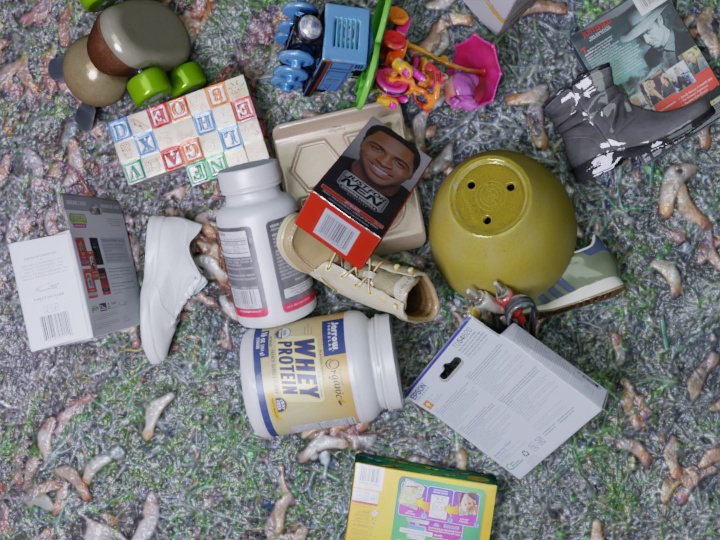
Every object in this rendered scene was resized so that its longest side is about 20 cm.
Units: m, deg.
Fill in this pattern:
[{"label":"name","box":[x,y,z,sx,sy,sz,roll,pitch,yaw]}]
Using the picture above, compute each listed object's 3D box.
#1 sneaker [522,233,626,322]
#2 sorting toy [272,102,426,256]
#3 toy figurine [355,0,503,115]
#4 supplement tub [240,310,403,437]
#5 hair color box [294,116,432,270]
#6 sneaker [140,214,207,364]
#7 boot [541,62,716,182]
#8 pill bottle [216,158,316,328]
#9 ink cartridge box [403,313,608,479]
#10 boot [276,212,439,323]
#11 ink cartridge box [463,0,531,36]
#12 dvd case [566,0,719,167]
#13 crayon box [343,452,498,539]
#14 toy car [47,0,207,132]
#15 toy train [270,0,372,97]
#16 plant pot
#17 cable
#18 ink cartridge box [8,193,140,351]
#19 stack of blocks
[{"label":"sneaker","box":[0.246,0.013,1.137,0.196,0.067,0.092,-17,74,9]},{"label":"sorting toy","box":[-0.015,-0.115,1.165,0.181,0.036,0.205,-12,94,4]},{"label":"toy figurine","box":[0.096,-0.258,1.094,0.180,0.203,0.151,16,136,-8]},{"label":"supplement tub","box":[-0.048,0.132,1.113,0.195,0.144,0.148,-10,90,4]},{"label":"hair color box","box":[0.008,-0.100,1.049,0.101,0.201,0.062,34,131,-2]},{"label":"sneaker","box":[-0.254,0.028,1.167,0.086,0.075,0.205,4,90,-8]},{"label":"boot","box":[0.341,-0.210,1.096,0.197,0.070,0.134,-23,89,22]},{"label":"pill bottle","box":[-0.127,-0.037,1.111,0.108,0.111,0.205,-10,104,4]},{"label":"ink cartridge box","box":[0.180,0.157,1.091,0.198,0.041,0.201,35,135,1]},{"label":"boot","box":[0.000,0.000,1.058,0.154,0.199,0.074,21,77,42]},{"label":"ink cartridge box","box":[0.188,-0.415,1.061,0.147,0.200,0.145,-42,90,3]},{"label":"dvd case","box":[0.388,-0.263,1.139,0.144,0.022,0.202,-32,90,4]},{"label":"crayon box","box":[0.081,0.327,1.150,0.195,0.058,0.122,9,92,4]},{"label":"toy car","box":[-0.339,-0.277,1.152,0.198,0.157,0.167,-27,93,31]},{"label":"toy train","box":[-0.053,-0.277,1.088,0.112,0.200,0.089,6,85,-11]},{"label":"plant pot","box":[0.170,-0.069,1.067,0.195,0.142,0.205,-4,75,15]},{"label":"cable","box":[0.209,0.075,1.093,0.096,0.199,0.051,-29,45,30]},{"label":"ink cartridge box","box":[-0.365,-0.001,1.105,0.082,0.200,0.180,-12,90,5]},{"label":"stack of blocks","box":[-0.228,-0.176,1.158,0.196,0.059,0.118,-18,96,4]}]
